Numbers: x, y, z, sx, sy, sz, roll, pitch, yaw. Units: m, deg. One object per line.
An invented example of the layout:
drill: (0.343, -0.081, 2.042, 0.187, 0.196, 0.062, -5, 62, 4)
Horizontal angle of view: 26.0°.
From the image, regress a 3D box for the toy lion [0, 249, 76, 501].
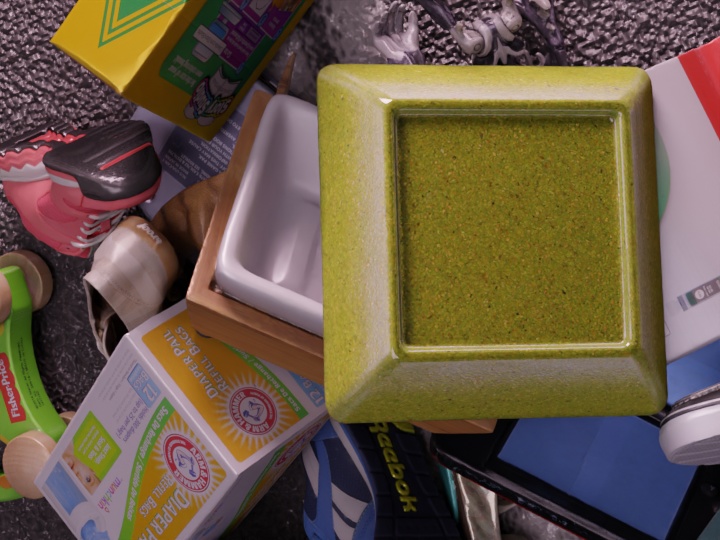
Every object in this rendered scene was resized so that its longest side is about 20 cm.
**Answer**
toy lion: (-0.304, 0.075, 1.149, 0.190, 0.069, 0.202, -14, 96, 28)

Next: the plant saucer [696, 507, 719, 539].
plant saucer: (0.278, 0.205, 0.932, 0.070, 0.019, 0.200, -48, 109, -20)

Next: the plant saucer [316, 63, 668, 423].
plant saucer: (0.078, -0.020, 0.859, 0.197, 0.048, 0.203, -1, 84, -9)

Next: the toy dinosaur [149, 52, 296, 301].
toy dinosaur: (-0.095, -0.037, 1.014, 0.199, 0.060, 0.107, -37, 86, 22)

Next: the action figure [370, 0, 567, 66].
action figure: (0.072, -0.146, 0.950, 0.118, 0.102, 0.201, -21, 136, -5)

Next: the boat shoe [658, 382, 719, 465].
boat shoe: (0.255, 0.059, 0.910, 0.198, 0.072, 0.072, -14, 70, -20)

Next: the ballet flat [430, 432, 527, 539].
ballet flat: (0.086, 0.169, 1.029, 0.062, 0.067, 0.202, -9, 101, -8)

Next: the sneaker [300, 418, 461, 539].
sneaker: (0.010, 0.169, 1.013, 0.082, 0.073, 0.201, -52, 39, 35)

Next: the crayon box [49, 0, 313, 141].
crayon box: (-0.083, -0.172, 0.923, 0.058, 0.200, 0.173, 38, 93, 9)

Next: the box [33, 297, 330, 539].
box: (-0.112, 0.109, 0.992, 0.113, 0.101, 0.200, 48, 137, 10)

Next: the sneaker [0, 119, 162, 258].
sneaker: (-0.181, -0.050, 1.045, 0.199, 0.073, 0.088, 12, 125, 55)

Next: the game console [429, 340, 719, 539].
game console: (0.168, 0.069, 0.953, 0.198, 0.173, 0.119, 26, 134, 13)

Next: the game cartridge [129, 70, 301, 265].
game cartridge: (-0.070, -0.054, 1.052, 0.199, 0.041, 0.134, 39, 107, 9)

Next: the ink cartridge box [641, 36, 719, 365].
ink cartridge box: (0.205, -0.048, 0.918, 0.199, 0.050, 0.162, -27, 86, 9)

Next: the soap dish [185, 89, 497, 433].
soap dish: (0.000, 0.000, 0.937, 0.198, 0.159, 0.081, 24, 144, -14)

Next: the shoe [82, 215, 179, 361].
shoe: (-0.158, 0.031, 1.029, 0.070, 0.054, 0.200, 35, 154, 9)
